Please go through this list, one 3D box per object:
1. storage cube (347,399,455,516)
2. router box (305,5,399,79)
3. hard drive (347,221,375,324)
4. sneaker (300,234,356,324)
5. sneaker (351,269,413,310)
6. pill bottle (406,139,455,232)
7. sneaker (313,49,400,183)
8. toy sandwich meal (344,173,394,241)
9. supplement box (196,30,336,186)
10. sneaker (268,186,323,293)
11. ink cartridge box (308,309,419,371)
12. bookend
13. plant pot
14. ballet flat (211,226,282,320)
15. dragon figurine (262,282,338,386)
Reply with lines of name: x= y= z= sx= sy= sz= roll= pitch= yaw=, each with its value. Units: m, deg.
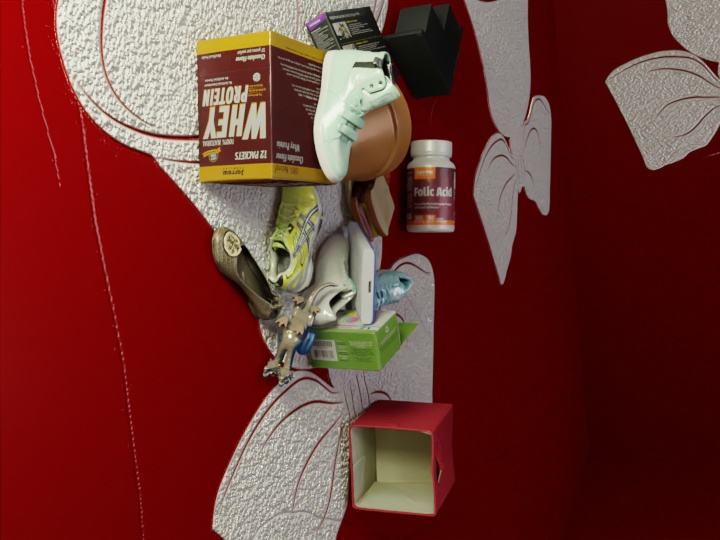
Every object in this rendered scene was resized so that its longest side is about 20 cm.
storage cube: x=0.087 y=0.371 z=1.634 sx=0.179 sy=0.196 sz=0.175 roll=-22 pitch=111 yaw=-68
router box: x=-0.010 y=-0.407 z=1.505 sx=0.200 sy=0.050 sz=0.151 roll=-37 pitch=106 yaw=-58
hard drive: x=0.000 y=0.000 z=1.485 sx=0.200 sy=0.025 sz=0.135 roll=-115 pitch=-154 yaw=-71
sneaker: x=-0.042 y=0.019 z=1.468 sx=0.076 sy=0.087 sz=0.202 roll=61 pitch=39 yaw=-43
sneaker: x=0.049 y=0.040 z=1.657 sx=0.200 sy=0.081 sz=0.075 roll=-38 pitch=123 yaw=-57
pill bottle: x=0.160 y=-0.189 z=1.834 sx=0.114 sy=0.112 sz=0.204 roll=-3 pitch=94 yaw=-63
sneaker: x=-0.002 y=-0.234 z=1.210 sx=0.073 sy=0.116 sz=0.205 roll=11 pitch=82 yaw=-64
toy sandwich meal: x=0.032 y=-0.164 z=1.625 sx=0.204 sy=0.069 sz=0.210 roll=-6 pitch=96 yaw=-63
supplement box: x=-0.136 y=-0.232 z=1.218 sx=0.196 sy=0.131 sz=0.204 roll=-7 pitch=97 yaw=-63
sneaker: x=-0.111 y=-0.065 z=1.340 sx=0.076 sy=0.074 sz=0.204 roll=8 pitch=83 yaw=-65
ink cartridge box: x=0.006 y=0.107 z=1.505 sx=0.200 sy=0.145 sz=0.077 roll=-41 pitch=126 yaw=-57
bookend: x=0.146 y=-0.532 z=1.815 sx=0.200 sy=0.091 sz=0.202 roll=49 pitch=47 yaw=-51
plant pot: x=-0.030 y=-0.237 z=1.372 sx=0.140 sy=0.197 sz=0.204 roll=-34 pitch=121 yaw=-48
ballet flat: x=-0.171 y=0.008 z=1.254 sx=0.202 sy=0.046 sz=0.068 roll=65 pitch=36 yaw=-42
dragon figurine: x=-0.105 y=0.101 z=1.359 sx=0.100 sy=0.058 sz=0.201 roll=104 pitch=11 yaw=-45
